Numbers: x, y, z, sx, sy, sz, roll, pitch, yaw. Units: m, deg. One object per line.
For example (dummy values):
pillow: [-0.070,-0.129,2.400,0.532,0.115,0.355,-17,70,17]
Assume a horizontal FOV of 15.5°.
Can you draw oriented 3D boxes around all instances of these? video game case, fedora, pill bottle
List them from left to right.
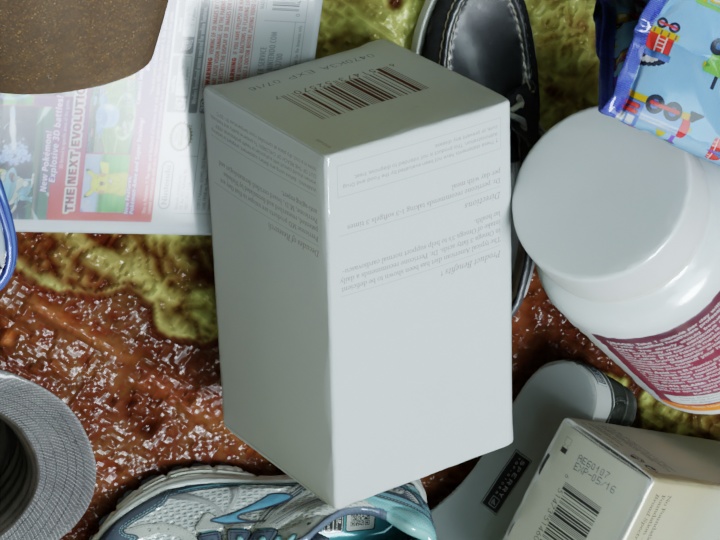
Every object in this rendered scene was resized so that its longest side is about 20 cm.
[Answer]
fedora: [-0.242,0.089,1.336,0.200,0.090,0.177,-26,138,0]
video game case: [-0.111,-0.114,1.351,0.182,0.023,0.200,1,112,-19]
pill bottle: [0.159,-0.006,1.392,0.114,0.114,0.200,-45,148,3]

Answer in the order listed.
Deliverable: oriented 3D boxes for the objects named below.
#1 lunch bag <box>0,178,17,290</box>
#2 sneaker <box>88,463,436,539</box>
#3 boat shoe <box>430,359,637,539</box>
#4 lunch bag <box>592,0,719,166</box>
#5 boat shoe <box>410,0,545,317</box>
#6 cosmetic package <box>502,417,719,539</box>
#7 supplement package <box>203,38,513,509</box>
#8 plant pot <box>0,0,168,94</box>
lunch bag: [-0.255,-0.065,1.280,0.160,0.076,0.200,-18,107,-10]
sneaker: [-0.052,0.149,1.442,0.200,0.086,0.078,-14,114,-13]
boat shoe: [0.087,0.143,1.496,0.200,0.071,0.064,-53,141,10]
lunch bag: [0.198,-0.106,1.340,0.150,0.200,0.094,23,101,-5]
boat shoe: [0.065,-0.065,1.409,0.074,0.060,0.200,-2,112,-18]
cosmetic package: [0.172,0.150,1.483,0.200,0.073,0.104,11,108,-49]
supplement package: [0.000,0.000,1.363,0.117,0.117,0.200,-18,120,-31]
plant pot: [-0.149,-0.190,1.211,0.187,0.187,0.200,-10,114,-15]
